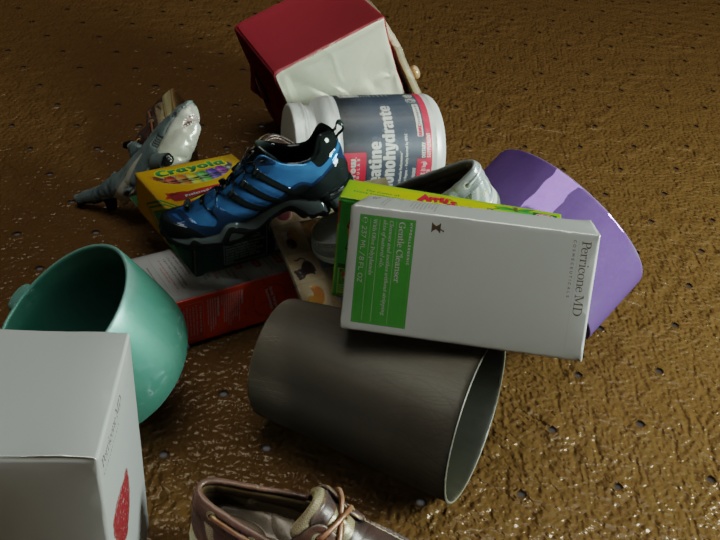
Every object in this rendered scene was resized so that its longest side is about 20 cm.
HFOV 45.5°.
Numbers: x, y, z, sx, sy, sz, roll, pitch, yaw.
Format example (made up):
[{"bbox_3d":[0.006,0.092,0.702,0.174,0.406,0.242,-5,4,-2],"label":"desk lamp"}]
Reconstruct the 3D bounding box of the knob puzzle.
[{"bbox_3d":[0.052,-0.318,1.277,0.030,0.221,0.220,-27,39,-1],"label":"knob puzzle"}]

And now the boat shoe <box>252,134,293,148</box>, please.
[{"bbox_3d":[-0.037,-0.096,1.007,0.200,0.072,0.072,42,58,-6],"label":"boat shoe"}]

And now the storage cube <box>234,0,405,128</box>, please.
[{"bbox_3d":[-0.053,-0.285,1.241,0.199,0.172,0.180,-28,42,-7],"label":"storage cube"}]

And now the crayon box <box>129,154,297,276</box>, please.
[{"bbox_3d":[-0.171,-0.074,0.966,0.126,0.051,0.200,-17,36,-29],"label":"crayon box"}]

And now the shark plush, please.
[{"bbox_3d":[-0.270,-0.129,1.071,0.090,0.199,0.084,-2,67,-55],"label":"shark plush"}]

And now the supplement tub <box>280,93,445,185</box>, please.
[{"bbox_3d":[0.002,-0.160,1.135,0.198,0.142,0.141,-5,35,-14],"label":"supplement tub"}]

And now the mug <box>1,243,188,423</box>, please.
[{"bbox_3d":[-0.235,0.061,0.781,0.151,0.115,0.186,-34,41,6],"label":"mug"}]

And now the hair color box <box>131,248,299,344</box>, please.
[{"bbox_3d":[-0.152,0.015,0.931,0.198,0.062,0.101,-16,38,-27],"label":"hair color box"}]

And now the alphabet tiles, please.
[{"bbox_3d":[0.000,0.000,0.916,0.166,0.008,0.202,-13,73,-34],"label":"alphabet tiles"}]

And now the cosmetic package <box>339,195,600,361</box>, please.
[{"bbox_3d":[0.090,0.003,0.717,0.197,0.109,0.085,6,11,10],"label":"cosmetic package"}]

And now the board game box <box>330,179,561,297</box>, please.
[{"bbox_3d":[0.077,-0.014,0.794,0.198,0.103,0.048,10,27,8],"label":"board game box"}]

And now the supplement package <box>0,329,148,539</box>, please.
[{"bbox_3d":[-0.219,0.156,0.596,0.118,0.202,0.122,2,35,-5],"label":"supplement package"}]

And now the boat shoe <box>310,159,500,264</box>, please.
[{"bbox_3d":[0.035,-0.059,0.848,0.200,0.065,0.075,-11,47,26],"label":"boat shoe"}]

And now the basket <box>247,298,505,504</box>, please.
[{"bbox_3d":[0.011,0.104,0.768,0.198,0.138,0.180,14,22,19],"label":"basket"}]

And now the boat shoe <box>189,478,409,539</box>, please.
[{"bbox_3d":[-0.034,0.200,0.642,0.198,0.073,0.072,14,35,12],"label":"boat shoe"}]

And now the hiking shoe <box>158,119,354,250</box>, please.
[{"bbox_3d":[-0.106,-0.086,0.839,0.198,0.087,0.075,-18,33,-7],"label":"hiking shoe"}]

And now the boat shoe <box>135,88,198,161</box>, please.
[{"bbox_3d":[-0.275,-0.176,1.199,0.071,0.072,0.201,-24,46,10],"label":"boat shoe"}]

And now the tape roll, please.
[{"bbox_3d":[0.191,-0.026,0.907,0.085,0.200,0.200,-45,50,-6],"label":"tape roll"}]
